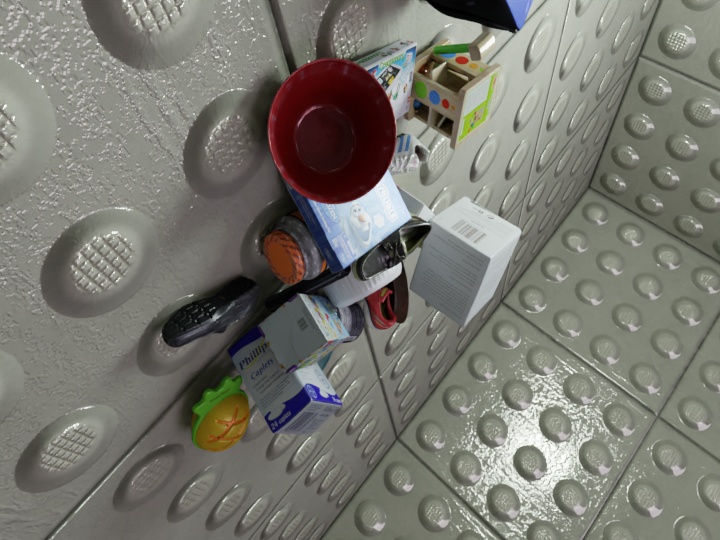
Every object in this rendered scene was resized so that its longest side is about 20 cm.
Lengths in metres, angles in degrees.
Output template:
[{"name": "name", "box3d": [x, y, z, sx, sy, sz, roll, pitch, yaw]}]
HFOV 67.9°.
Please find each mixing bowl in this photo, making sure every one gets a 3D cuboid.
[{"name": "mixing bowl", "box3d": [-0.048, -0.208, 0.831, 0.203, 0.198, 0.108, -53, -167, -1]}]

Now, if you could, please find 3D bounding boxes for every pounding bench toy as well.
[{"name": "pounding bench toy", "box3d": [0.172, -0.378, 1.026, 0.123, 0.155, 0.204, -38, 151, -27]}]

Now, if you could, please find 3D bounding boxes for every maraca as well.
[{"name": "maraca", "box3d": [-0.282, 0.288, 1.076, 0.136, 0.106, 0.205, -34, 148, -36]}]

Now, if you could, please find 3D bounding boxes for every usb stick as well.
[{"name": "usb stick", "box3d": [-0.106, 0.032, 1.051, 0.195, 0.034, 0.055, -26, 175, 25]}]

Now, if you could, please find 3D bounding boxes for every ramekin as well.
[{"name": "ramekin", "box3d": [0.000, 0.000, 1.139, 0.198, 0.097, 0.202, -30, -178, 1]}]

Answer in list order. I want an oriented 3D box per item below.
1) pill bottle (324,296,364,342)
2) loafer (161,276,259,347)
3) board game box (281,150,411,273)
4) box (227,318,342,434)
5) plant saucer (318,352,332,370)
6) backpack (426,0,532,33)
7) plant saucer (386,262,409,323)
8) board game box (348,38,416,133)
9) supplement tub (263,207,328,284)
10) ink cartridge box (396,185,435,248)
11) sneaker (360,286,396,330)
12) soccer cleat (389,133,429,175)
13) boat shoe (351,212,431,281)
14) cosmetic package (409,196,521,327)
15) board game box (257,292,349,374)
[{"name": "pill bottle", "box3d": [-0.074, 0.117, 1.254, 0.108, 0.105, 0.198, -58, 155, 9]}, {"name": "loafer", "box3d": [-0.251, 0.082, 0.921, 0.199, 0.067, 0.073, -34, 141, -46]}, {"name": "board game box", "box3d": [-0.021, -0.136, 0.947, 0.197, 0.205, 0.043, -36, -168, -37]}, {"name": "box", "box3d": [-0.152, 0.225, 1.112, 0.104, 0.202, 0.184, -39, 156, 3]}, {"name": "plant saucer", "box3d": [-0.143, 0.235, 1.357, 0.199, 0.036, 0.204, -42, 152, -28]}, {"name": "backpack", "box3d": [0.181, -0.493, 0.850, 0.161, 0.196, 0.173, 16, 100, -62]}, {"name": "plant saucer", "box3d": [0.073, 0.035, 1.360, 0.033, 0.205, 0.204, -8, 139, -14]}, {"name": "board game box", "box3d": [0.037, -0.317, 0.943, 0.200, 0.034, 0.130, -45, 149, -45]}, {"name": "supplement tub", "box3d": [-0.078, -0.067, 0.993, 0.198, 0.121, 0.125, -36, 150, -35]}, {"name": "ink cartridge box", "box3d": [0.099, -0.127, 1.223, 0.085, 0.144, 0.199, -56, 157, 5]}, {"name": "sneaker", "box3d": [0.037, 0.045, 1.297, 0.076, 0.083, 0.206, -33, 105, -45]}, {"name": "soccer cleat", "box3d": [0.070, -0.231, 1.106, 0.198, 0.085, 0.071, -34, 149, -39]}, {"name": "boat shoe", "box3d": [0.064, -0.048, 1.030, 0.199, 0.065, 0.074, -39, 124, -33]}, {"name": "cosmetic package", "box3d": [0.237, -0.023, 1.234, 0.165, 0.165, 0.205, -33, 148, -43]}, {"name": "board game box", "box3d": [-0.105, 0.121, 1.051, 0.102, 0.107, 0.200, -36, 170, 6]}]
